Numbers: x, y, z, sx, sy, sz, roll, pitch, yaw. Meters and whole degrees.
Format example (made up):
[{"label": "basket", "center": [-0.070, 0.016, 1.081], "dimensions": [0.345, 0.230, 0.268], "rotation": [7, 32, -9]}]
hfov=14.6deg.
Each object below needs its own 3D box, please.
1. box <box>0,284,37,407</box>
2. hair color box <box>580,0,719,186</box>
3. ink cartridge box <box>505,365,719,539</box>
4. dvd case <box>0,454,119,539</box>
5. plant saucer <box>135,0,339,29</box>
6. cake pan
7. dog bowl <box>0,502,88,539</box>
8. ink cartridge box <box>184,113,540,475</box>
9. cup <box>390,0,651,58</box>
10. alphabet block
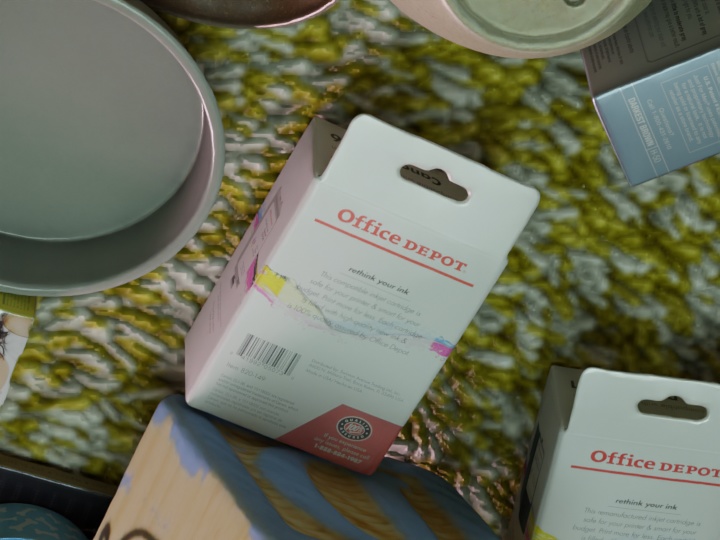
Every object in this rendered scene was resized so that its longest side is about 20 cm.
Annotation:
[{"label": "box", "center": [-0.278, 0.014, 1.502], "dimensions": [0.200, 0.050, 0.075], "rotation": [16, 119, -12]}, {"label": "hair color box", "center": [0.213, -0.123, 1.417], "dimensions": [0.200, 0.099, 0.061], "rotation": [-22, 120, 10]}, {"label": "ink cartridge box", "center": [0.152, 0.125, 1.583], "dimensions": [0.117, 0.067, 0.200], "rotation": [8, 122, -7]}, {"label": "dvd case", "center": [-0.199, 0.173, 1.623], "dimensions": [0.200, 0.016, 0.149], "rotation": [16, 120, -14]}, {"label": "plant saucer", "center": [-0.085, -0.198, 1.350], "dimensions": [0.200, 0.037, 0.200], "rotation": [18, 147, 12]}, {"label": "cake pan", "center": [-0.168, -0.076, 1.447], "dimensions": [0.200, 0.037, 0.200], "rotation": [1, 127, 2]}, {"label": "dog bowl", "center": [-0.234, 0.200, 1.600], "dimensions": [0.200, 0.050, 0.111], "rotation": [-26, 120, 13]}, {"label": "ink cartridge box", "center": [0.000, 0.000, 1.499], "dimensions": [0.116, 0.068, 0.200], "rotation": [23, 119, -17]}, {"label": "cup", "center": [0.079, -0.180, 1.349], "dimensions": [0.200, 0.143, 0.200], "rotation": [-1, 122, -2]}, {"label": "alphabet block", "center": [-0.038, 0.211, 1.512], "dimensions": [0.196, 0.195, 0.200], "rotation": [20, 103, -27]}]
